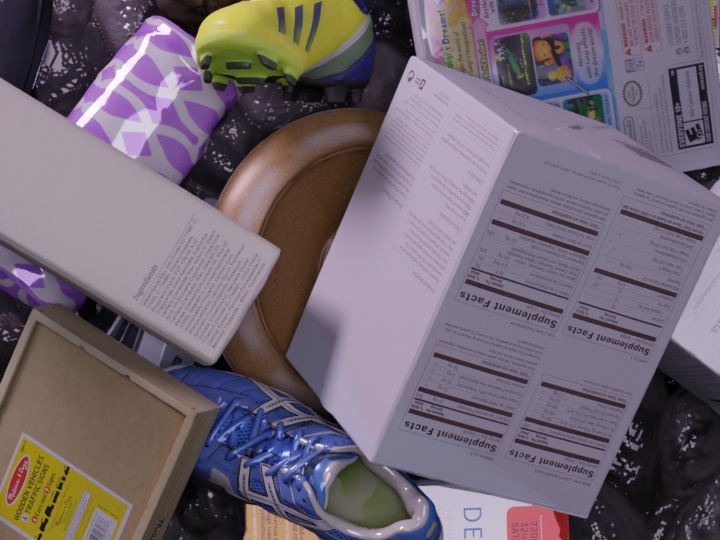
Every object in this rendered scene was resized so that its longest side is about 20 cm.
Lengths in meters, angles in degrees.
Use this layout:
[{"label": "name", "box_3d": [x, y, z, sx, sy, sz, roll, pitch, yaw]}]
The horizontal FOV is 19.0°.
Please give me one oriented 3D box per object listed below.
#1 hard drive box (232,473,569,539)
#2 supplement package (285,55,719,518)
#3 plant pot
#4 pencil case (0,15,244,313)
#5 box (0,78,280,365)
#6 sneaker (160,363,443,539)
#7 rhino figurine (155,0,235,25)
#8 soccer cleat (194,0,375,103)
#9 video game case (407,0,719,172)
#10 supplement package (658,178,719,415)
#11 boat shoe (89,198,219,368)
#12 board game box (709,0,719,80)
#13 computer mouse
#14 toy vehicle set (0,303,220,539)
[{"label": "hard drive box", "box_3d": [0.025, 0.202, 1.324, 0.200, 0.077, 0.156, -2, 88, -9]}, {"label": "supplement package", "box_3d": [0.080, 0.008, 1.238, 0.151, 0.152, 0.200, 17, 104, -27]}, {"label": "plant pot", "box_3d": [0.000, 0.000, 1.324, 0.200, 0.027, 0.200, -1, 93, -26]}, {"label": "pencil case", "box_3d": [-0.154, -0.060, 1.307, 0.084, 0.086, 0.200, 39, 84, 3]}, {"label": "box", "box_3d": [-0.151, -0.028, 1.229, 0.200, 0.068, 0.082, 33, 84, -7]}, {"label": "sneaker", "box_3d": [-0.037, 0.107, 1.247, 0.200, 0.077, 0.076, 26, 71, 4]}, {"label": "rhino figurine", "box_3d": [-0.137, -0.229, 1.306, 0.060, 0.087, 0.200, -33, 70, -6]}, {"label": "soccer cleat", "box_3d": [-0.046, -0.146, 1.280, 0.065, 0.200, 0.084, 3, 91, 21]}, {"label": "video game case", "box_3d": [0.123, -0.146, 1.310, 0.182, 0.024, 0.200, -11, 103, -5]}, {"label": "supplement package", "box_3d": [0.269, 0.045, 1.350, 0.200, 0.110, 0.114, 36, 83, -5]}, {"label": "boat shoe", "box_3d": [-0.137, 0.042, 1.316, 0.068, 0.072, 0.200, 18, 78, 18]}, {"label": "board game box", "box_3d": [0.156, -0.155, 1.372, 0.200, 0.057, 0.165, 2, 85, -8]}, {"label": "computer mouse", "box_3d": [-0.253, -0.162, 1.317, 0.140, 0.046, 0.200, 16, 85, -8]}, {"label": "toy vehicle set", "box_3d": [-0.174, 0.135, 1.261, 0.124, 0.027, 0.200, 32, 108, 21]}]
